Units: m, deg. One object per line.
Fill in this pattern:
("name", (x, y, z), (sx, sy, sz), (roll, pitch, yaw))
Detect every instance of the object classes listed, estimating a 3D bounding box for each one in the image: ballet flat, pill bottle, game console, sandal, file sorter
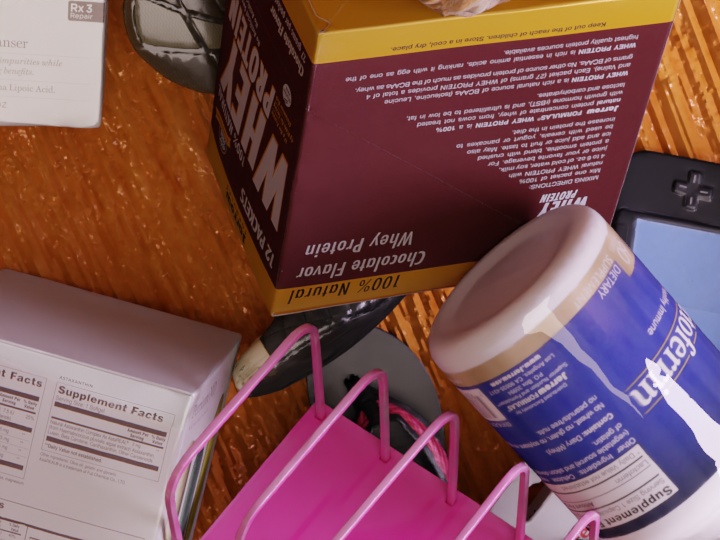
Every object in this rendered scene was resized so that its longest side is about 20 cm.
("ballet flat", (0.000, 0.000, 1.405), (0.200, 0.066, 0.057), (-42, 80, -11))
("pill bottle", (0.138, 0.073, 1.272), (0.116, 0.116, 0.200), (-42, 105, 4))
("game console", (0.222, 0.027, 1.367), (0.171, 0.119, 0.201), (11, 75, -2))
("sandal", (-0.039, -0.151, 1.372), (0.199, 0.055, 0.082), (-17, 107, -18))
("file sorter", (0.012, 0.144, 1.278), (0.199, 0.126, 0.139), (32, 64, 20))
("sandal", (0.023, 0.124, 1.429), (0.075, 0.045, 0.201), (-17, 88, -3))

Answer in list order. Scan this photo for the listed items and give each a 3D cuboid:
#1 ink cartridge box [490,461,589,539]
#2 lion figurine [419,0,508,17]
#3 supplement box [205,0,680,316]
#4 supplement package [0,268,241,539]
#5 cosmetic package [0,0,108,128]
("ink cartridge box", (0.165, 0.165, 1.466), (0.199, 0.067, 0.116), (34, 99, -14))
("lion figurine", (0.090, -0.200, 1.193), (0.072, 0.200, 0.123), (39, 123, -1))
("supplement box", (0.036, -0.103, 1.285), (0.196, 0.133, 0.201), (-9, 139, -18))
("supplement package", (-0.170, 0.125, 1.355), (0.150, 0.152, 0.201), (15, 102, 4))
("cosmetic package", (-0.189, -0.184, 1.326), (0.112, 0.081, 0.202), (1, 105, -5))
